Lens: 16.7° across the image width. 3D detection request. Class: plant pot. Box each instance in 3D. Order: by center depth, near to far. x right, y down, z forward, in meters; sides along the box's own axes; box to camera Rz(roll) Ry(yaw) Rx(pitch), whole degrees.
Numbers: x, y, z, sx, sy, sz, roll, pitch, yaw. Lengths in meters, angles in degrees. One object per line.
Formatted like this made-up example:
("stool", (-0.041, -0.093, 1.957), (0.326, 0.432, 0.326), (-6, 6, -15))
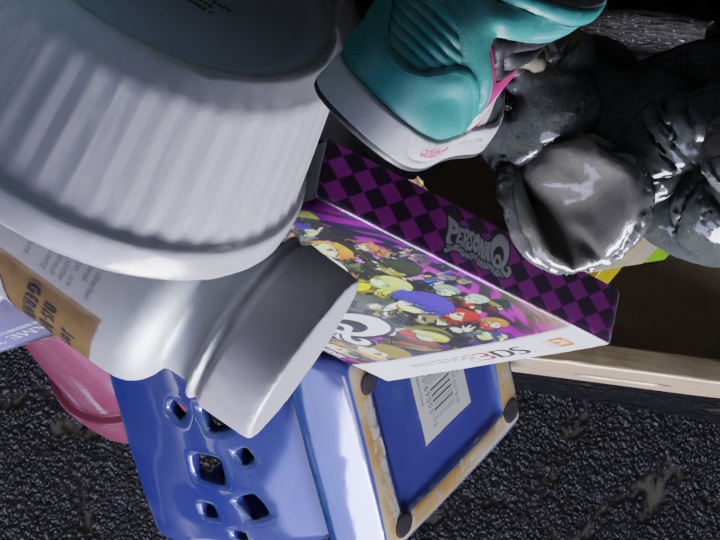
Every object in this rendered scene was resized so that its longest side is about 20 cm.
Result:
("plant pot", (-0.021, 0.053, 1.487), (0.179, 0.201, 0.200), (15, -138, 37))
("plant pot", (-0.245, 0.046, 2.384), (0.199, 0.201, 0.179), (3, 157, 33))

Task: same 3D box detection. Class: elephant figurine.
("elephant figurine", (0.112, -0.072, 1.207), (0.199, 0.156, 0.142), (2, 178, 6))

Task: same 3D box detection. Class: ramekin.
("ramekin", (-0.099, -0.096, 1.049), (0.202, 0.094, 0.203), (22, -147, -15))

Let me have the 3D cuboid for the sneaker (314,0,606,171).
("sneaker", (0.053, -0.115, 1.042), (0.084, 0.121, 0.200), (42, -163, 1))

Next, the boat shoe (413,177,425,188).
("boat shoe", (-0.021, -0.086, 1.370), (0.074, 0.070, 0.200), (-18, 148, 38))

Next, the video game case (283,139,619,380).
("video game case", (0.000, 0.000, 1.257), (0.199, 0.036, 0.181), (26, 156, -34))

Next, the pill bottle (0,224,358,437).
("pill bottle", (-0.106, -0.016, 1.133), (0.200, 0.115, 0.114), (35, 175, 6))

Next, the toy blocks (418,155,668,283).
("toy blocks", (0.093, -0.064, 1.357), (0.137, 0.100, 0.200), (50, -151, 20))

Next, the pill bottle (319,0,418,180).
("pill bottle", (-0.064, -0.099, 1.246), (0.199, 0.113, 0.112), (8, 173, -4))

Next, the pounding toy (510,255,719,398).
("pounding toy", (0.192, 0.010, 1.559), (0.199, 0.185, 0.142), (8, 173, -3))

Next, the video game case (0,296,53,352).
("video game case", (-0.244, 0.016, 1.202), (0.142, 0.019, 0.200), (-17, 160, 33))
